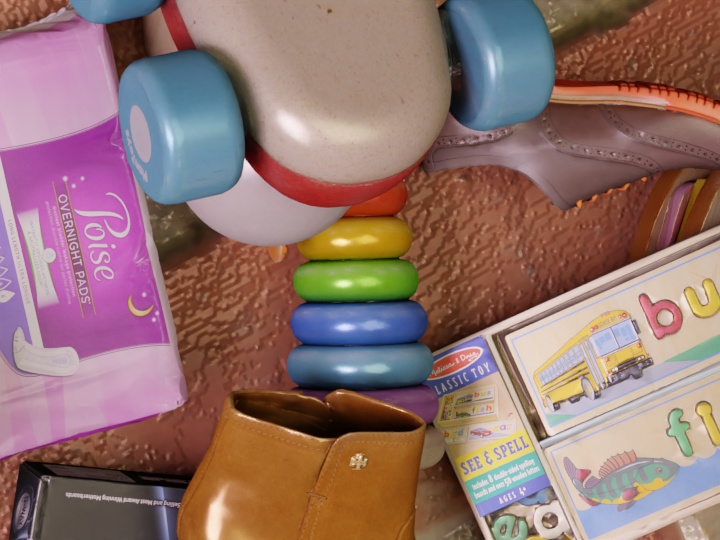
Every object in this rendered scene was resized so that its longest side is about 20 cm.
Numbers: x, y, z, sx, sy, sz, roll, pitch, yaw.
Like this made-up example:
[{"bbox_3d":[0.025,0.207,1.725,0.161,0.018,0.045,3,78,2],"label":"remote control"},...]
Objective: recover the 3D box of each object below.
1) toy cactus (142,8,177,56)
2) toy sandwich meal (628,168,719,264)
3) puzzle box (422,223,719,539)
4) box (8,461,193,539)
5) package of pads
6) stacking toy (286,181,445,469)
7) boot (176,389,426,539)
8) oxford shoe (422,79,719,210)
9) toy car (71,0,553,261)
[{"bbox_3d":[-0.084,-0.185,1.033,0.200,0.102,0.165,0,114,-25],"label":"toy cactus"},{"bbox_3d":[0.242,0.002,1.183,0.205,0.070,0.206,-2,96,-22],"label":"toy sandwich meal"},{"bbox_3d":[0.140,0.067,1.109,0.200,0.025,0.133,-25,87,9],"label":"puzzle box"},{"bbox_3d":[-0.084,0.186,1.082,0.200,0.044,0.161,9,92,-23],"label":"box"},{"bbox_3d":[-0.160,-0.019,1.013,0.120,0.076,0.200,-15,101,-19],"label":"package of pads"},{"bbox_3d":[0.000,0.000,1.082,0.085,0.085,0.200,-1,92,-22],"label":"stacking toy"},{"bbox_3d":[0.011,0.133,1.030,0.201,0.071,0.144,14,117,-17],"label":"boot"},{"bbox_3d":[0.129,-0.065,1.112,0.200,0.071,0.073,10,96,4],"label":"oxford shoe"},{"bbox_3d":[-0.044,-0.087,0.992,0.184,0.200,0.177,-15,71,-23],"label":"toy car"}]
